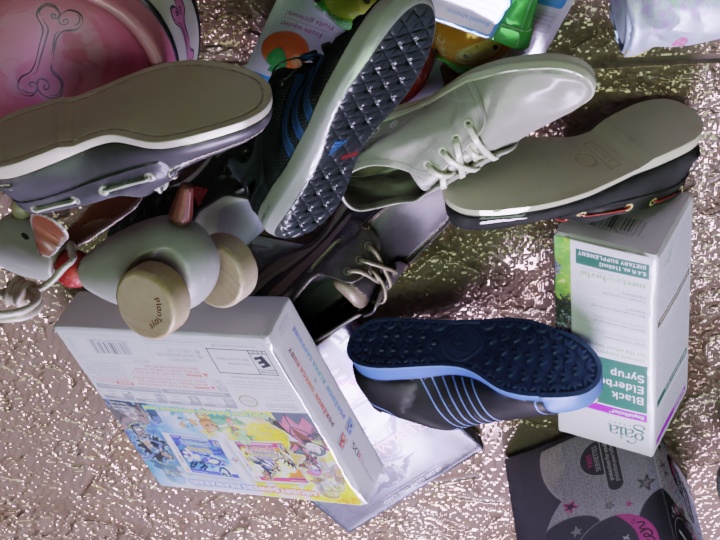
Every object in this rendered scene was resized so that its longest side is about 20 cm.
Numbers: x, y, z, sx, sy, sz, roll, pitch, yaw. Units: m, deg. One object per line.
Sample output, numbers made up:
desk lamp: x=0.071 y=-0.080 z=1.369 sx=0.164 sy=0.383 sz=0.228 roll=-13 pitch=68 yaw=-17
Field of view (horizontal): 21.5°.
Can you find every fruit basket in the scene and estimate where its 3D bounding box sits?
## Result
fruit basket: x=0.034 y=-0.155 z=1.233 sx=0.184 sy=0.094 sz=0.201 roll=17 pitch=124 yaw=-17

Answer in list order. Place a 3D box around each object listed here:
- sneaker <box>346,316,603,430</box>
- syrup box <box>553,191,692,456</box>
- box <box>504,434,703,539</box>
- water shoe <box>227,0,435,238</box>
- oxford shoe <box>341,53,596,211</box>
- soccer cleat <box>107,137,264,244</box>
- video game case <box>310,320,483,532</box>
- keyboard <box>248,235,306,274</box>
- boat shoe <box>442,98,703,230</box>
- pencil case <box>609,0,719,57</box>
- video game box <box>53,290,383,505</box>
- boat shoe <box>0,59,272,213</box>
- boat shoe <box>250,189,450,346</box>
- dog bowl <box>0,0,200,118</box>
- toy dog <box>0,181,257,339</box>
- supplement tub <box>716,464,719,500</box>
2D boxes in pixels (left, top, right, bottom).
sneaker: x=0.089 y=0.082 z=1.406 sx=0.198 sy=0.070 sz=0.078 roll=7 pitch=143 yaw=24
syrup box: x=0.194 y=0.035 z=1.396 sx=0.078 sy=0.082 sz=0.201 roll=15 pitch=133 yaw=23
box: x=0.202 y=0.229 z=1.494 sx=0.131 sy=0.201 sz=0.115 roll=-23 pitch=129 yaw=15
water shoe: x=-0.027 y=-0.110 z=1.190 sx=0.071 sy=0.079 sz=0.201 roll=-13 pitch=144 yaw=-48
oxford shoe: x=0.064 y=-0.086 z=1.232 sx=0.199 sy=0.058 sz=0.075 roll=-19 pitch=144 yaw=24
soccer cleat: x=-0.087 y=-0.050 z=1.347 sx=0.199 sy=0.069 sz=0.073 roll=-33 pitch=152 yaw=13
video game case: x=-0.016 y=0.120 z=1.503 sx=0.142 sy=0.019 sz=0.200 roll=-34 pitch=124 yaw=19
keyboard: x=-0.079 y=0.055 z=1.461 sx=0.056 sy=0.011 sz=0.201 roll=7 pitch=129 yaw=-15
boat shoe: x=0.146 y=-0.060 z=1.303 sx=0.200 sy=0.074 sz=0.063 roll=-18 pitch=137 yaw=-23
pencil case: x=0.257 y=-0.190 z=1.227 sx=0.198 sy=0.084 sz=0.091 roll=-9 pitch=134 yaw=4
video game box: x=-0.103 y=0.094 z=1.397 sx=0.199 sy=0.047 sz=0.183 roll=2 pitch=133 yaw=33
boat shoe: x=-0.144 y=-0.081 z=1.214 sx=0.198 sy=0.073 sz=0.063 roll=-11 pitch=137 yaw=12
boat shoe: x=0.000 y=0.000 z=1.371 sx=0.200 sy=0.074 sz=0.074 roll=-40 pitch=125 yaw=21
dog bowl: x=-0.206 y=-0.138 z=1.251 sx=0.198 sy=0.074 sz=0.201 roll=-1 pitch=129 yaw=-1
toy dog: x=-0.168 y=-0.024 z=1.274 sx=0.198 sy=0.132 sz=0.097 roll=5 pitch=111 yaw=10
supplement tub: x=0.389 y=0.139 z=1.475 sx=0.131 sy=0.132 sz=0.200 roll=27 pitch=122 yaw=-23
